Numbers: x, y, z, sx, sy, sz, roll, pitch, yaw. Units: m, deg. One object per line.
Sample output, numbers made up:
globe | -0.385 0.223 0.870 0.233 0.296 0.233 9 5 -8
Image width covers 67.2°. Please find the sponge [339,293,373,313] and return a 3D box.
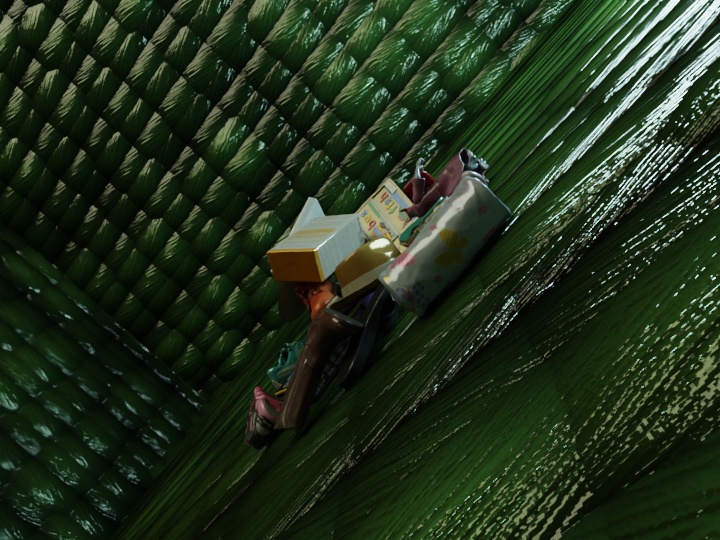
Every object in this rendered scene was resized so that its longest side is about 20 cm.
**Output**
sponge | 0.011 0.054 1.223 0.201 0.030 0.111 -50 7 -23

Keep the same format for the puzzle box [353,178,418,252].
puzzle box | 0.068 -0.102 1.205 0.133 0.025 0.201 -45 47 12

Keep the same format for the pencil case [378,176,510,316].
pencil case | 0.113 -0.034 0.744 0.201 0.083 0.091 -49 12 1

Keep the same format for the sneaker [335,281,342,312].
sneaker | -0.056 0.079 1.325 0.074 0.081 0.200 -44 7 36

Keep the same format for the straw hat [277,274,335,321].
straw hat | -0.105 0.037 1.271 0.202 0.084 0.203 -53 -27 -42

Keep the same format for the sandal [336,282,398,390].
sandal | 0.021 0.095 0.836 0.202 0.048 0.075 -66 11 -26

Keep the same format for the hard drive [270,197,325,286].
hard drive | -0.138 -0.052 1.274 0.202 0.026 0.132 -65 -22 -19

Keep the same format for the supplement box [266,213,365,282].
supplement box | -0.090 -0.049 1.165 0.124 0.075 0.200 -1 26 31

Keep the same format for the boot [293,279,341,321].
boot | -0.097 0.057 1.125 0.076 0.106 0.200 -59 8 9

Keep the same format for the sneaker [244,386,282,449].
sneaker | -0.194 0.291 1.055 0.096 0.078 0.200 -60 6 -7

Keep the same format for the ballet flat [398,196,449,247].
ballet flat | 0.127 -0.072 1.003 0.076 0.064 0.200 -49 3 -19

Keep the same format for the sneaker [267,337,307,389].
sneaker | -0.140 0.191 1.231 0.077 0.080 0.200 -44 7 38

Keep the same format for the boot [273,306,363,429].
boot | -0.070 0.160 0.821 0.202 0.063 0.186 -66 9 -10

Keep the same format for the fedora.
fedora | 0.017 -0.004 1.015 0.199 0.083 0.201 -29 -4 -2

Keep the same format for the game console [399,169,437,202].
game console | 0.126 -0.152 1.338 0.200 0.171 0.119 -47 32 19

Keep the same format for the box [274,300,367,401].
box | -0.067 0.161 1.022 0.201 0.049 0.160 -52 4 -28

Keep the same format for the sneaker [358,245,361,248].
sneaker | 0.000 0.000 1.185 0.082 0.074 0.200 -44 -2 -7

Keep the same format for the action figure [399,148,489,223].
action figure | 0.164 -0.144 1.069 0.199 0.133 0.150 -36 37 25
